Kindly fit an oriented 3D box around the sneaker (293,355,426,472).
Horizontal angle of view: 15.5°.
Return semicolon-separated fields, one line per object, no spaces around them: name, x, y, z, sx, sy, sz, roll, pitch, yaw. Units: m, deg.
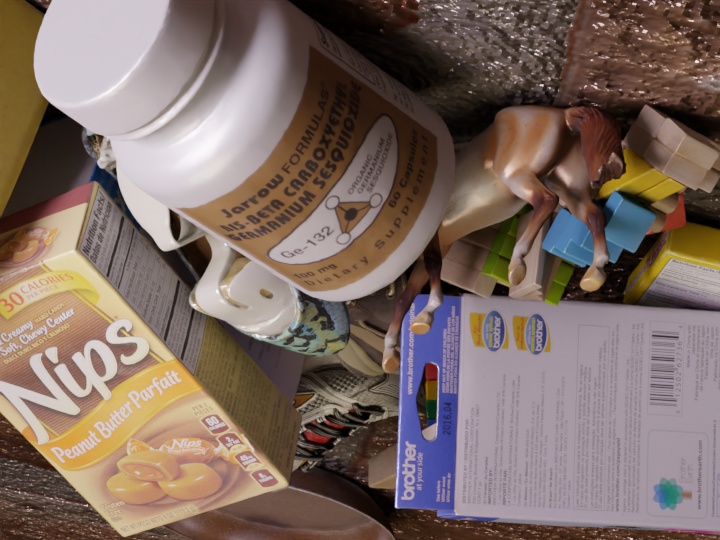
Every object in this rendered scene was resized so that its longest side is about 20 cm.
sneaker;-0.026;0.093;1.691;0.199;0.083;0.078;-10;150;40

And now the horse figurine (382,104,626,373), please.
horse figurine;0.064;-0.034;1.325;0.199;0.133;0.050;-26;136;36

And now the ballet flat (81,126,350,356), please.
ballet flat;-0.079;-0.018;1.368;0.074;0.074;0.200;-15;119;48

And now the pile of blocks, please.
pile of blocks;0.121;-0.020;1.352;0.062;0.083;0.200;24;154;-28

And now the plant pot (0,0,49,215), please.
plant pot;-0.293;-0.059;1.307;0.193;0.201;0.195;-8;150;39

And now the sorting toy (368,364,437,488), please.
sorting toy;0.124;0.083;1.552;0.199;0.070;0.199;2;168;-15

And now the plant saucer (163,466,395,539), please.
plant saucer;-0.068;0.176;1.976;0.199;0.032;0.200;11;158;4

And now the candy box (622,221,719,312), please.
candy box;0.252;0.019;1.454;0.199;0.027;0.102;13;157;-5

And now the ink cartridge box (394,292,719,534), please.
ink cartridge box;0.112;0.077;1.422;0.199;0.120;0.042;5;171;-16

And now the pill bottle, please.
pill bottle;-0.055;-0.074;1.265;0.114;0.115;0.200;-9;150;40

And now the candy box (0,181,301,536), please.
candy box;-0.133;0.051;1.403;0.115;0.056;0.200;-19;130;27

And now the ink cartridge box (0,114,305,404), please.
ink cartridge box;-0.142;0.016;1.472;0.145;0.085;0.200;-18;129;30

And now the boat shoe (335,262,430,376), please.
boat shoe;0.000;0.000;1.491;0.073;0.075;0.200;-11;158;19
